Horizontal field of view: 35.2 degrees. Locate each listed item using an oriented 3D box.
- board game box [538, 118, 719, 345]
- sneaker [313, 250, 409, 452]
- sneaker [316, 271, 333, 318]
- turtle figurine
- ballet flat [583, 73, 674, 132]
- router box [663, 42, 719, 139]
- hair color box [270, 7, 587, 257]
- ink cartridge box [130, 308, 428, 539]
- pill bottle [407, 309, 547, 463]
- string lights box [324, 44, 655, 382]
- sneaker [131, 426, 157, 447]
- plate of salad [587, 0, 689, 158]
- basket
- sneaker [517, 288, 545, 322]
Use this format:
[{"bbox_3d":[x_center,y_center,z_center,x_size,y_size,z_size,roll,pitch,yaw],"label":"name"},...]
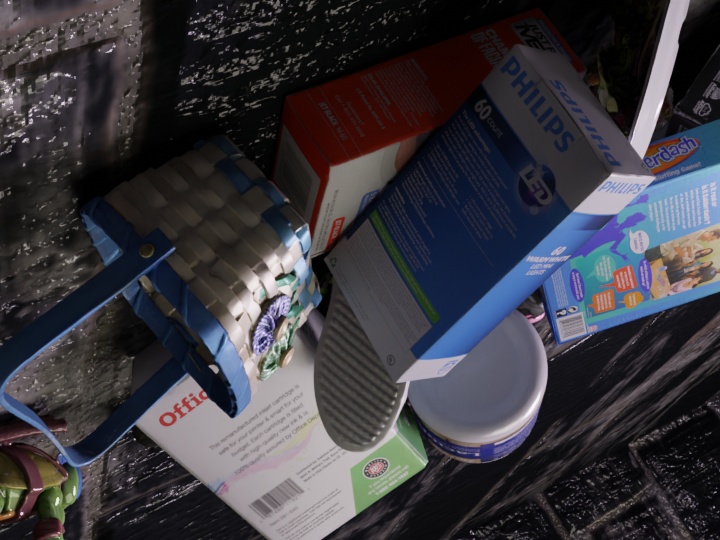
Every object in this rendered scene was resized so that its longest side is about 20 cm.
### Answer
[{"bbox_3d":[0.230,-0.031,0.878,0.198,0.045,0.153,-18,137,5],"label":"board game box"},{"bbox_3d":[0.012,0.032,0.836,0.073,0.203,0.082,4,171,15],"label":"sneaker"},{"bbox_3d":[0.000,0.000,0.932,0.198,0.072,0.083,-22,118,9],"label":"sneaker"},{"bbox_3d":[-0.295,0.203,0.838,0.200,0.145,0.194,-40,154,13],"label":"turtle figurine"},{"bbox_3d":[0.167,-0.119,0.896,0.199,0.075,0.065,-27,129,-26],"label":"ballet flat"},{"bbox_3d":[0.311,-0.120,0.977,0.150,0.062,0.201,-52,161,-19],"label":"router box"},{"bbox_3d":[0.043,-0.092,0.762,0.198,0.064,0.111,-24,157,-23],"label":"hair color box"},{"bbox_3d":[-0.064,0.111,0.896,0.144,0.084,0.200,-36,120,11],"label":"ink cartridge box"},{"bbox_3d":[0.098,0.101,0.967,0.115,0.116,0.200,-30,162,-3],"label":"pill bottle"},{"bbox_3d":[0.073,-0.030,0.708,0.059,0.103,0.200,-1,143,-49],"label":"string lights box"},{"bbox_3d":[-0.092,0.132,0.994,0.198,0.116,0.076,-27,164,-13],"label":"sneaker"},{"bbox_3d":[0.177,-0.140,0.750,0.200,0.047,0.202,15,90,-84],"label":"plate of salad"},{"bbox_3d":[-0.121,0.028,0.687,0.199,0.139,0.177,-38,162,-12],"label":"basket"},{"bbox_3d":[0.119,0.028,1.019,0.095,0.079,0.200,-31,165,-3],"label":"sneaker"}]
